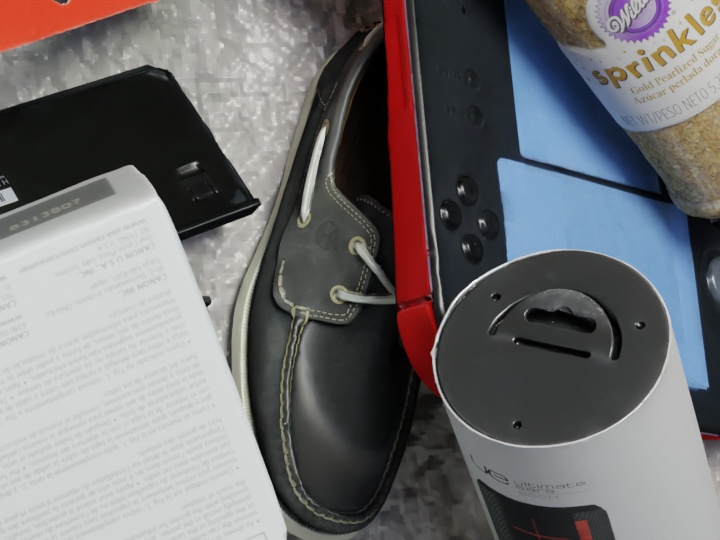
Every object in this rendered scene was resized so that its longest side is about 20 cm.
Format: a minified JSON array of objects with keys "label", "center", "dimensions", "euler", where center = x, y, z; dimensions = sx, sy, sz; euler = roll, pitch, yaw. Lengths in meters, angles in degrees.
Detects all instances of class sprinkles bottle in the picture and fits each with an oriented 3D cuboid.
[{"label":"sprinkles bottle","center":[0.093,-0.107,0.990],"dimensions":[0.200,0.068,0.068],"euler":[49,62,-31]}]

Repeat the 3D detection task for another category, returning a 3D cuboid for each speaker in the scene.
[{"label":"speaker","center":[0.084,0.081,0.950],"dimensions":[0.081,0.200,0.081],"euler":[-8,51,10]}]

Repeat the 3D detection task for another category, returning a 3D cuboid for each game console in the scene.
[{"label":"game console","center":[0.082,-0.029,1.028],"dimensions":[0.200,0.031,0.177],"euler":[12,72,-48]}]

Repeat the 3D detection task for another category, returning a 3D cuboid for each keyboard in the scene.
[{"label":"keyboard","center":[-0.135,-0.002,0.977],"dimensions":[0.200,0.040,0.104],"euler":[-20,62,-25]}]

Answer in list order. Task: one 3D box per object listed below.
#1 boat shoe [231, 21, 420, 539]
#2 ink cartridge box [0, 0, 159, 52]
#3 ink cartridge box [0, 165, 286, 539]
[{"label":"boat shoe","center":[0.000,0.000,1.009],"dimensions":[0.072,0.068,0.200],"euler":[16,72,-20]},{"label":"ink cartridge box","center":[-0.105,-0.181,0.916],"dimensions":[0.162,0.050,0.200],"euler":[-29,107,-59]},{"label":"ink cartridge box","center":[-0.113,0.086,0.926],"dimensions":[0.162,0.057,0.200],"euler":[-23,114,-8]}]
